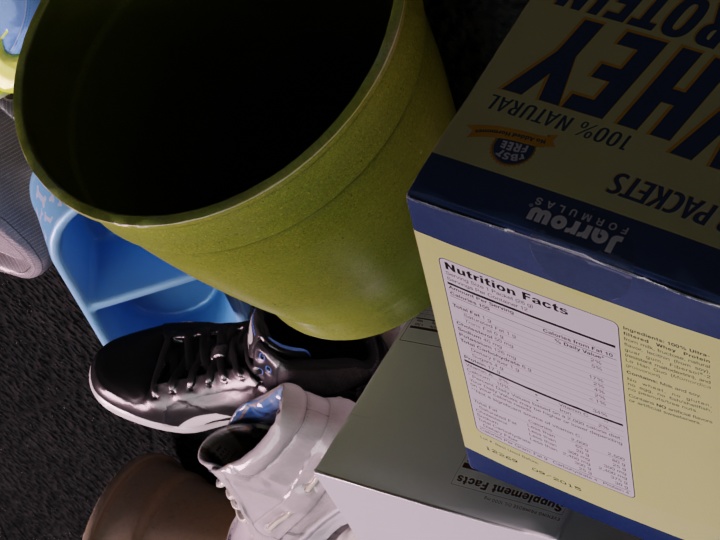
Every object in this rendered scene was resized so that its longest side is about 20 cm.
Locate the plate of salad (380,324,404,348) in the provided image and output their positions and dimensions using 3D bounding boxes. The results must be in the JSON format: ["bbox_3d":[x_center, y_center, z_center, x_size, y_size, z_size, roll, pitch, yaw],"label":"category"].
[{"bbox_3d":[0.000,0.000,1.193,0.200,0.048,0.200,33,165,10],"label":"plate of salad"}]

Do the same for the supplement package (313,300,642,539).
[{"bbox_3d":[0.112,0.095,1.059,0.147,0.200,0.192,12,146,35],"label":"supplement package"}]

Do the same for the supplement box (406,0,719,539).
[{"bbox_3d":[0.134,-0.023,0.840,0.134,0.200,0.200,20,151,24],"label":"supplement box"}]

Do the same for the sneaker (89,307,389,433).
[{"bbox_3d":[-0.073,0.045,1.202,0.199,0.073,0.112,4,152,11],"label":"sneaker"}]

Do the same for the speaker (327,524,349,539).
[{"bbox_3d":[-0.006,0.182,1.325,0.081,0.200,0.081,27,141,24],"label":"speaker"}]

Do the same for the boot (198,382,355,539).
[{"bbox_3d":[-0.054,0.120,1.197,0.095,0.074,0.200,24,142,-19],"label":"boot"}]

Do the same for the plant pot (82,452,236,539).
[{"bbox_3d":[-0.097,0.253,1.586,0.183,0.201,0.201,6,144,23],"label":"plant pot"}]

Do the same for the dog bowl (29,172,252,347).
[{"bbox_3d":[-0.130,-0.005,1.261,0.111,0.050,0.200,-16,138,6],"label":"dog bowl"}]

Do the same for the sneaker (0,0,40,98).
[{"bbox_3d":[-0.239,-0.139,1.173,0.199,0.076,0.105,-22,110,26],"label":"sneaker"}]

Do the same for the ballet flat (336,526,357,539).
[{"bbox_3d":[0.067,0.143,1.227,0.069,0.199,0.070,35,135,46],"label":"ballet flat"}]

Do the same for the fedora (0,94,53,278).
[{"bbox_3d":[-0.236,-0.062,1.300,0.200,0.090,0.177,38,153,-10],"label":"fedora"}]

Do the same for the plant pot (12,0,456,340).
[{"bbox_3d":[-0.032,-0.064,0.994,0.200,0.201,0.193,14,160,33],"label":"plant pot"}]
